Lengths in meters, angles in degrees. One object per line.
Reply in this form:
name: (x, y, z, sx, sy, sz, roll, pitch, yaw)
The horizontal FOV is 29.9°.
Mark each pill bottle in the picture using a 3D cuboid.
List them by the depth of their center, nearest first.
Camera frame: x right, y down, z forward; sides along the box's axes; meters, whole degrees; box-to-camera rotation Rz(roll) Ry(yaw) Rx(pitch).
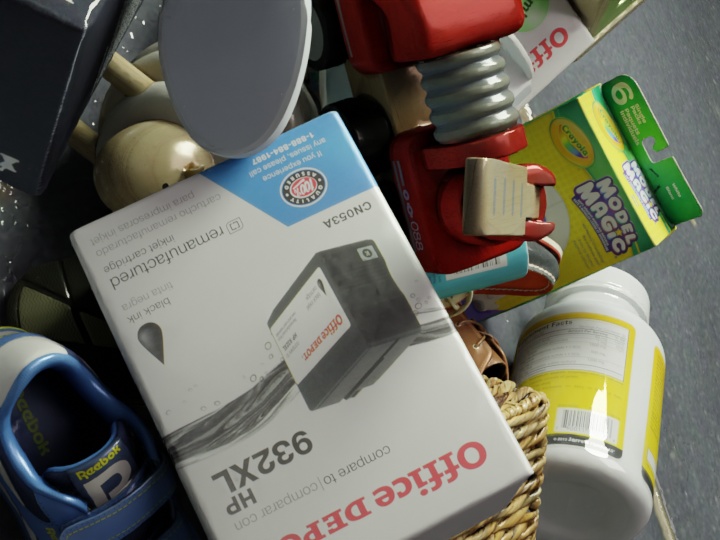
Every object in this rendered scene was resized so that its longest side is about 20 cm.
pill bottle: (0.163, 0.094, 0.983, 0.112, 0.112, 0.200, 44, 41, -25)

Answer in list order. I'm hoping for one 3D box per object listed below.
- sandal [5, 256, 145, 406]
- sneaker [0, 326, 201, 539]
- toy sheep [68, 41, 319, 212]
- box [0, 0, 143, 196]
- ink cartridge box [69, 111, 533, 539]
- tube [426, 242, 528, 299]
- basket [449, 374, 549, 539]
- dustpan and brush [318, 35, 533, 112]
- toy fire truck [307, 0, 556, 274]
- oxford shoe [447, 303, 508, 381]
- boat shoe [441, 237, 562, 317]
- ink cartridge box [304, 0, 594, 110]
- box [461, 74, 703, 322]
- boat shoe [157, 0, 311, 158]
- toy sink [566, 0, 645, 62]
sandal: (-0.096, 0.045, 0.737, 0.200, 0.057, 0.080, 11, 61, -28)
sneaker: (-0.121, 0.114, 0.638, 0.074, 0.082, 0.200, -42, 104, -30)
toy sheep: (-0.088, -0.076, 0.772, 0.138, 0.138, 0.200, 58, 32, -8)
box: (-0.199, -0.174, 0.645, 0.196, 0.118, 0.201, 23, 48, -9)
ink cartridge box: (-0.030, 0.049, 0.647, 0.145, 0.084, 0.201, -25, 75, -10)
tube: (0.000, 0.000, 0.812, 0.199, 0.050, 0.078, -12, 63, -9)
basket: (0.001, 0.139, 0.803, 0.200, 0.148, 0.143, -17, 115, -53)
dustpan and brush: (0.007, -0.137, 0.798, 0.200, 0.140, 0.057, 47, -4, -17)
toy fire truck: (0.046, -0.081, 0.685, 0.128, 0.200, 0.177, -19, 102, -25)
oxford shoe: (0.067, 0.053, 0.928, 0.071, 0.071, 0.201, 8, 62, -46)
boat shoe: (0.038, 0.001, 0.875, 0.199, 0.071, 0.063, 6, 59, -16)
ink cartridge box: (0.023, -0.184, 0.905, 0.147, 0.146, 0.200, -42, 107, -8)
box: (0.131, -0.047, 0.953, 0.048, 0.200, 0.118, -33, 95, -53)
boat shoe: (-0.057, -0.155, 0.645, 0.086, 0.074, 0.203, -27, 112, -79)
toy sink: (0.166, -0.240, 0.869, 0.130, 0.200, 0.112, -41, 81, -9)
